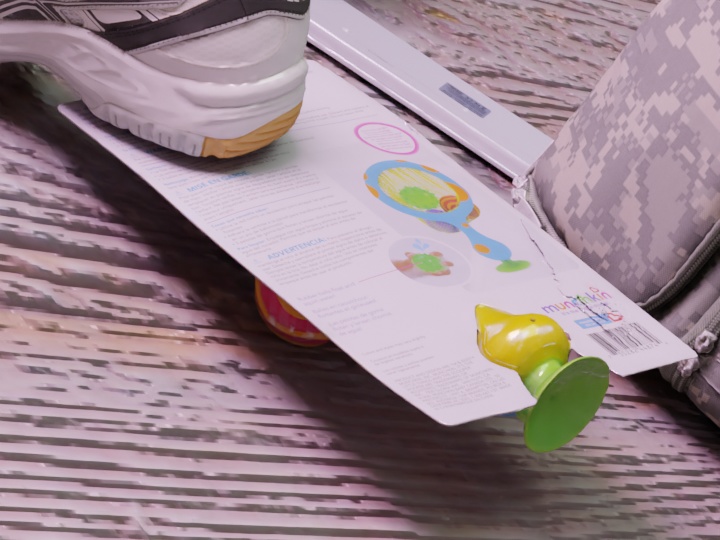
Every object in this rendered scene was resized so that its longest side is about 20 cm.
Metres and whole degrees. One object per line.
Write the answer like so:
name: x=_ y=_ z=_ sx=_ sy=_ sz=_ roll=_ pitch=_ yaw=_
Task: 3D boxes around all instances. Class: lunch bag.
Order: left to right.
lunch bag: x=0.166 y=-0.041 z=1.029 sx=0.168 sy=0.200 sz=0.139 roll=44 pitch=24 yaw=20

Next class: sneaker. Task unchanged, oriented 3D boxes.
sneaker: x=-0.104 y=-0.110 z=0.942 sx=0.199 sy=0.088 sz=0.076 roll=18 pitch=28 yaw=13

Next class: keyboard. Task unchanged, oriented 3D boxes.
keyboard: x=0.040 y=-0.067 z=1.161 sx=0.200 sy=0.011 sz=0.056 roll=34 pitch=19 yaw=7

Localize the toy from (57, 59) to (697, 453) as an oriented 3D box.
toy: x=0.000 y=0.000 z=0.924 sx=0.115 sy=0.047 sz=0.200 roll=-13 pitch=37 yaw=-41
